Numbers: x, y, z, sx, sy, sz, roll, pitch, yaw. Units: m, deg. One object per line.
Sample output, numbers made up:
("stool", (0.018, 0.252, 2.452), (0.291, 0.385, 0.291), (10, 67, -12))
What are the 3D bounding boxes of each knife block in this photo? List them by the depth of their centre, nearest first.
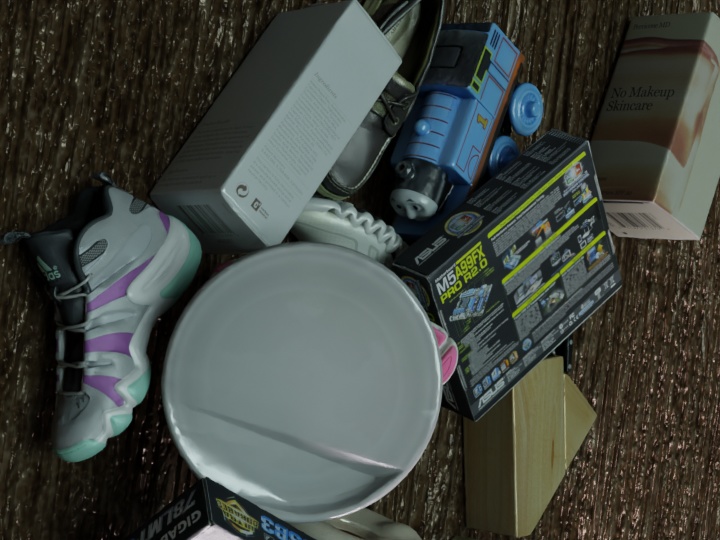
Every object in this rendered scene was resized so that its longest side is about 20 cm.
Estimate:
("knife block", (0.126, 0.109, 1.578), (0.176, 0.064, 0.200), (50, 61, -31))

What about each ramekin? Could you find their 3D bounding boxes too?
("ramekin", (-0.043, 0.076, 1.298), (0.202, 0.094, 0.203), (0, 96, -2))

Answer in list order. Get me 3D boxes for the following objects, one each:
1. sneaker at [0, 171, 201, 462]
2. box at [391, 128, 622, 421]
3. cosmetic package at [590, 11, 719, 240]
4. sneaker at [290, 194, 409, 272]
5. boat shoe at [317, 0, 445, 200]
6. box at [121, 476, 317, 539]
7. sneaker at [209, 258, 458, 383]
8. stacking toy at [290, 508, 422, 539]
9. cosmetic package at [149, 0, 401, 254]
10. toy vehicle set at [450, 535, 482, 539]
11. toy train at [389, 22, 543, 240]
("sneaker", (-0.206, 0.023, 1.264), (0.140, 0.078, 0.200), (40, 57, -35))
("box", (0.127, 0.003, 1.480), (0.200, 0.044, 0.160), (-40, 130, -25))
("cosmetic package", (0.288, -0.137, 1.690), (0.087, 0.103, 0.200), (33, 69, -40))
("sneaker", (0.000, 0.000, 1.454), (0.200, 0.075, 0.081), (34, 79, -37))
("boat shoe", (0.013, -0.152, 1.455), (0.073, 0.065, 0.200), (29, 71, -31))
("box", (-0.112, 0.255, 1.290), (0.200, 0.198, 0.050), (36, 24, -37))
("sneaker", (-0.024, 0.040, 1.388), (0.200, 0.087, 0.074), (17, 96, -6))
("stacking toy", (-0.037, 0.285, 1.410), (0.146, 0.146, 0.200), (17, 96, -42))
("cosmetic package", (-0.063, -0.110, 1.365), (0.074, 0.102, 0.200), (49, 62, -29))
("toy vehicle set", (0.066, 0.296, 1.489), (0.200, 0.124, 0.027), (-36, 115, -35))
("toy train", (0.082, -0.109, 1.503), (0.114, 0.087, 0.200), (40, 64, -44))
